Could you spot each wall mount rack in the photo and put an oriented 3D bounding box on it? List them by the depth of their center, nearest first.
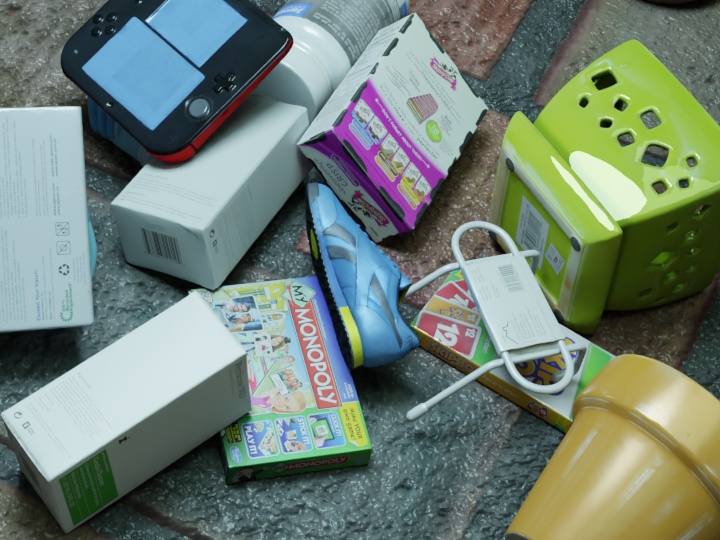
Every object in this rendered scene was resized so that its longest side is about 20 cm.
[{"bbox_3d":[0.109,0.055,1.565,0.173,0.075,0.201,-10,55,-18],"label":"wall mount rack"}]

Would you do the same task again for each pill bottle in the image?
[{"bbox_3d":[-0.040,-0.243,1.778,0.113,0.114,0.200,27,51,11],"label":"pill bottle"}]

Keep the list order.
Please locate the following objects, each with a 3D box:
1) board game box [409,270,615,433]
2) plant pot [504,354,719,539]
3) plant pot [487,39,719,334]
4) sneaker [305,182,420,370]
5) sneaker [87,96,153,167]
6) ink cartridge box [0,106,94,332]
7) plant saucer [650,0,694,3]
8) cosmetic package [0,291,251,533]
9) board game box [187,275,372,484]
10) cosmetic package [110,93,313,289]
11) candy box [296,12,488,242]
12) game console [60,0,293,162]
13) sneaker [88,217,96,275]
[{"bbox_3d":[0.153,0.079,1.612,0.199,0.030,0.096,32,53,12],"label":"board game box"},{"bbox_3d":[0.229,0.206,1.430,0.200,0.200,0.183,40,71,21],"label":"plant pot"},{"bbox_3d":[0.239,-0.070,1.643,0.181,0.200,0.199,-26,60,-19],"label":"plant pot"},{"bbox_3d":[0.000,0.000,1.577,0.078,0.066,0.201,-14,60,-9],"label":"sneaker"},{"bbox_3d":[-0.208,-0.210,1.700,0.130,0.080,0.201,27,85,18],"label":"sneaker"},{"bbox_3d":[-0.340,-0.043,1.475,0.199,0.043,0.198,-3,93,-20],"label":"ink cartridge box"},{"bbox_3d":[0.360,-0.390,2.028,0.199,0.030,0.201,5,52,-6],"label":"plant saucer"},{"bbox_3d":[-0.197,0.120,1.441,0.199,0.108,0.085,-33,62,-18],"label":"cosmetic package"},{"bbox_3d":[-0.078,0.097,1.551,0.134,0.029,0.201,-7,53,-15],"label":"board game box"},{"bbox_3d":[-0.140,-0.085,1.637,0.112,0.081,0.200,17,47,26],"label":"cosmetic package"},{"bbox_3d":[0.036,-0.147,1.706,0.137,0.061,0.200,50,49,-20],"label":"candy box"},{"bbox_3d":[-0.184,-0.214,1.637,0.177,0.031,0.200,-47,61,-2],"label":"game console"},{"bbox_3d":[-0.298,-0.045,1.590,0.079,0.130,0.201,1,87,-17],"label":"sneaker"}]
